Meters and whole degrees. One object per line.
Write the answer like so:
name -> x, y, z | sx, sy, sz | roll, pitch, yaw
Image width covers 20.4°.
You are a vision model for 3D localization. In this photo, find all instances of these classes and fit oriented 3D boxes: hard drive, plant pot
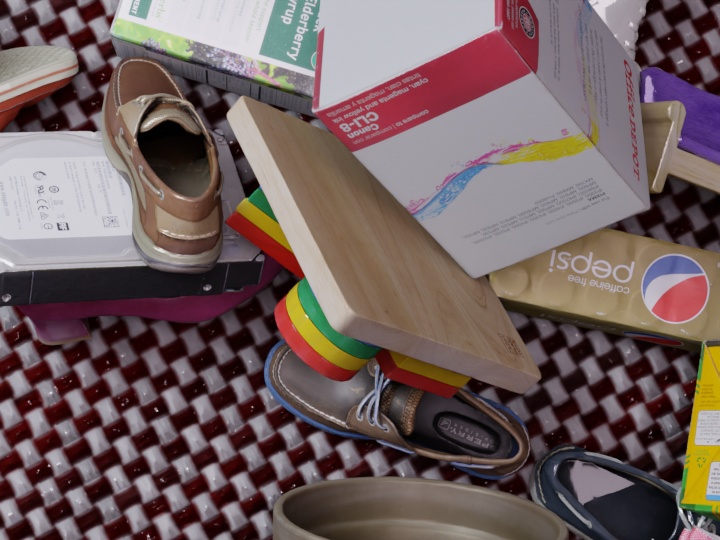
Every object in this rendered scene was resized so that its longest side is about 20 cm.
hard drive -> -0.177, -0.040, 1.379 | 0.199, 0.038, 0.140 | -2, 46, -19
plant pot -> 0.036, 0.248, 1.359 | 0.199, 0.200, 0.174 | 3, 100, -4

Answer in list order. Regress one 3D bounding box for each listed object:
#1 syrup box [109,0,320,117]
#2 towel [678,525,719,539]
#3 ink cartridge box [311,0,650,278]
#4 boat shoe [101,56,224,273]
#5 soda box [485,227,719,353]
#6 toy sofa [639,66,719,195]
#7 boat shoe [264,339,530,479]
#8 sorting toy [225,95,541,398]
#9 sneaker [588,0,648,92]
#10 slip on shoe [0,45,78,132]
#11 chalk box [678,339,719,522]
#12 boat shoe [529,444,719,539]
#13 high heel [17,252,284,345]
syrup box -> -0.072, -0.169, 1.439 | 0.199, 0.081, 0.079 | 17, 83, -1
towel -> 0.241, 0.294, 1.403 | 0.146, 0.030, 0.200 | 29, 94, -12
ink cartridge box -> 0.083, -0.121, 1.335 | 0.144, 0.200, 0.146 | -23, 43, 26
boat shoe -> -0.129, -0.086, 1.358 | 0.075, 0.072, 0.200 | -4, 44, -21
soda box -> 0.187, 0.010, 1.447 | 0.199, 0.064, 0.068 | 12, 83, -3
toy sofa -> 0.281, -0.074, 1.425 | 0.199, 0.083, 0.098 | 19, 88, -20
boat shoe -> 0.029, 0.091, 1.420 | 0.199, 0.072, 0.073 | 17, 83, -2
sorting toy -> 0.000, 0.000, 1.349 | 0.070, 0.198, 0.200 | -45, 51, 22
sneaker -> 0.191, -0.177, 1.470 | 0.200, 0.074, 0.116 | -39, 89, 2
slip on shoe -> -0.288, -0.101, 1.429 | 0.200, 0.074, 0.061 | -32, 121, -13
chalk box -> 0.335, 0.131, 1.392 | 0.200, 0.124, 0.124 | 22, 72, -39
boat shoe -> 0.216, 0.184, 1.429 | 0.200, 0.062, 0.075 | 33, 78, -1
high heel -> -0.148, -0.009, 1.403 | 0.199, 0.096, 0.068 | -12, 56, -1
